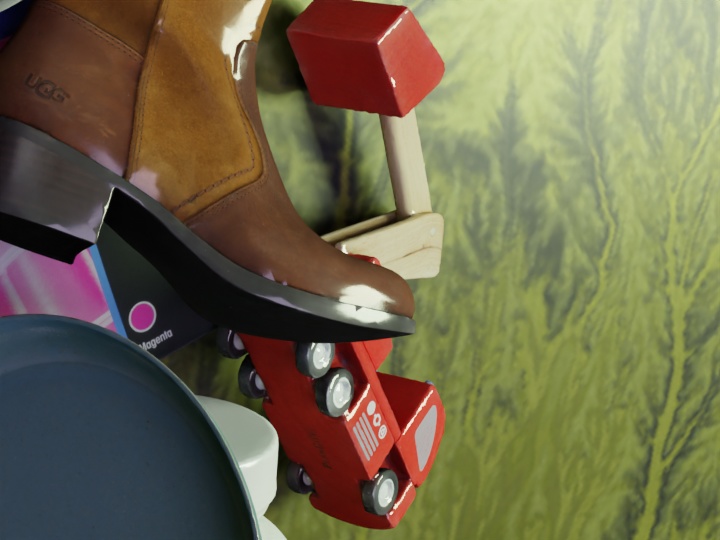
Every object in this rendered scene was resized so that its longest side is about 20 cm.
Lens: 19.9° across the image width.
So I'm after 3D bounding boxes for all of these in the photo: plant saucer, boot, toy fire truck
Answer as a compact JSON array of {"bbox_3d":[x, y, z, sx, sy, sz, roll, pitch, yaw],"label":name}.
[{"bbox_3d":[-0.115,0.116,0.758,0.027,0.200,0.200,5,102,-61],"label":"plant saucer"},{"bbox_3d":[-0.042,-0.083,0.778,0.188,0.068,0.200,20,74,-14],"label":"boot"},{"bbox_3d":[0.000,0.000,0.877,0.141,0.049,0.200,-55,140,-31],"label":"toy fire truck"}]

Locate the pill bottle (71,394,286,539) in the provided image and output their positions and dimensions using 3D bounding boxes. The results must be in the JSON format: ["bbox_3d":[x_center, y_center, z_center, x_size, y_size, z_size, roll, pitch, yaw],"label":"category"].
[{"bbox_3d":[-0.084,0.156,0.827,0.113,0.113,0.200,-6,110,-35],"label":"pill bottle"}]

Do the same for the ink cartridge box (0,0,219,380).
[{"bbox_3d":[-0.123,-0.046,0.794,0.095,0.037,0.200,-29,117,-26],"label":"ink cartridge box"}]

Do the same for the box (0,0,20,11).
[{"bbox_3d":[-0.080,-0.224,0.653,0.199,0.171,0.200,-38,102,-21],"label":"box"}]
